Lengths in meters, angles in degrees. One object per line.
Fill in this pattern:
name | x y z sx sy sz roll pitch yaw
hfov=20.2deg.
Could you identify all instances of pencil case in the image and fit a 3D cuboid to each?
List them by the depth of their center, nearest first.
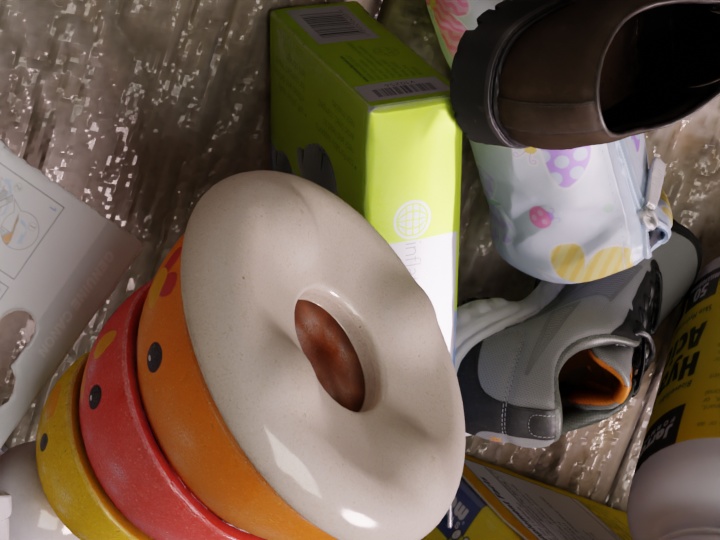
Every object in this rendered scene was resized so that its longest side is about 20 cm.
pencil case | 0.079 -0.090 0.879 0.083 0.091 0.200 -29 125 -15

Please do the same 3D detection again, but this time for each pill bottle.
pill bottle | 0.189 0.092 0.964 0.111 0.111 0.200 63 35 -36

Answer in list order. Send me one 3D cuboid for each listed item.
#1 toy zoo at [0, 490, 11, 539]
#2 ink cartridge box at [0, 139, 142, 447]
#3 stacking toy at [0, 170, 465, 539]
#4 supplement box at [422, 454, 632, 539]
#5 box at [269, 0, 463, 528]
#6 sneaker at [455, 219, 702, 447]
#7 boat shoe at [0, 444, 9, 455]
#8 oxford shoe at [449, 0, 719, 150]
toy zoo | -0.180 0.159 0.733 0.131 0.020 0.201 -17 115 -54
ink cartridge box | -0.206 -0.005 0.752 0.200 0.050 0.162 37 87 -28
stacking toy | -0.073 0.066 0.761 0.200 0.146 0.146 -30 134 29
supplement box | 0.104 0.181 1.023 0.200 0.109 0.110 23 102 -36
box | 0.000 0.000 0.858 0.048 0.122 0.201 -9 118 -19
sneaker | 0.109 0.033 0.945 0.200 0.079 0.074 -31 130 -45
boat shoe | -0.200 0.076 0.804 0.075 0.086 0.202 -47 128 -1
oxford shoe | 0.131 -0.097 0.800 0.200 0.084 0.073 -38 126 -34
